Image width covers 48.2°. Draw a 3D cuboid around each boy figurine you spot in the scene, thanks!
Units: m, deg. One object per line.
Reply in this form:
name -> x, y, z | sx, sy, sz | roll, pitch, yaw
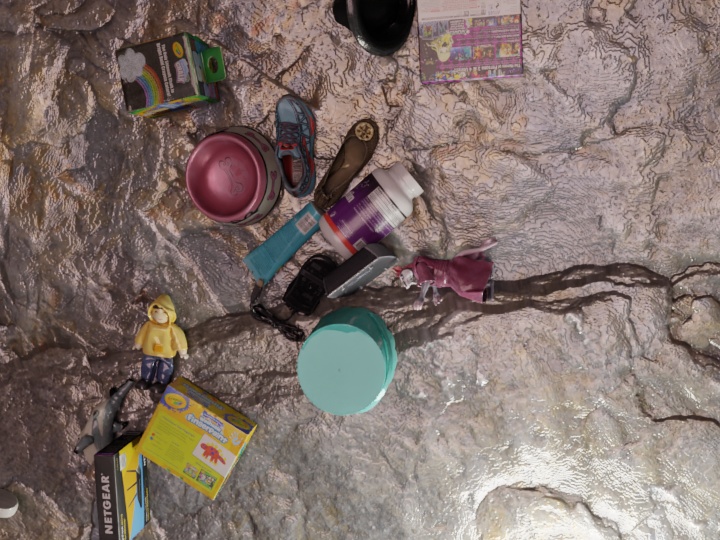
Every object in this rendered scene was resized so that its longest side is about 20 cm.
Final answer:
boy figurine -> -0.416, 0.152, 1.685 | 0.122, 0.064, 0.203 | 14, 102, 10

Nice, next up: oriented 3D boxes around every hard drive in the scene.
hard drive -> 0.000, 0.000, 1.530 | 0.134, 0.200, 0.043 | -37, 82, 10

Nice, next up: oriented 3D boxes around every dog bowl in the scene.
dog bowl -> -0.260, -0.185, 1.601 | 0.197, 0.074, 0.204 | 3, 99, 17

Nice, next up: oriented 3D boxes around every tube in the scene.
tube -> -0.152, -0.056, 1.625 | 0.200, 0.050, 0.078 | -41, 64, 14

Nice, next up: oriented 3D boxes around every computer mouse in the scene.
computer mouse -> -0.139, 0.035, 1.631 | 0.139, 0.046, 0.202 | 26, 110, -7

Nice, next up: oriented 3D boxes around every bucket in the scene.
bucket -> -0.026, 0.181, 1.587 | 0.204, 0.135, 0.211 | 1, 97, 9

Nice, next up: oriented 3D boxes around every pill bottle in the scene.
pill bottle -> 0.022, -0.117, 1.551 | 0.199, 0.112, 0.113 | -41, 89, 6

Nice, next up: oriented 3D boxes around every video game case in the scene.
video game case -> 0.206, -0.454, 1.523 | 0.197, 0.036, 0.185 | -3, 97, 9

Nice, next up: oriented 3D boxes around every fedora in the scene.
fedora -> 0.015, -0.492, 1.495 | 0.091, 0.199, 0.204 | 10, 100, 39

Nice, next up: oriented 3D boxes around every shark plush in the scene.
shark plush -> -0.544, 0.326, 1.745 | 0.083, 0.091, 0.202 | 28, 80, -15

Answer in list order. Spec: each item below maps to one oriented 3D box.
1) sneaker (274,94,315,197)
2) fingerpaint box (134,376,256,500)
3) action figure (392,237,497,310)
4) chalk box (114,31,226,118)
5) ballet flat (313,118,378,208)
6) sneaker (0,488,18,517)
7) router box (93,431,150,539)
sneaker -> -0.129, -0.244, 1.572 | 0.078, 0.096, 0.203 | -8, 96, 9
fingerpaint box -> -0.344, 0.350, 1.690 | 0.198, 0.073, 0.168 | 30, 101, 4
action figure -> 0.159, 0.002, 1.537 | 0.197, 0.134, 0.151 | 9, 97, 5
chalk box -> -0.356, -0.385, 1.580 | 0.197, 0.124, 0.127 | -10, 94, 9
ballet flat -> -0.030, -0.209, 1.582 | 0.067, 0.046, 0.201 | 35, 96, 6
sneaker -> -0.852, 0.550, 1.803 | 0.197, 0.074, 0.118 | 8, 100, 18
router box -> -0.498, 0.459, 1.691 | 0.050, 0.149, 0.204 | -1, 97, 10
